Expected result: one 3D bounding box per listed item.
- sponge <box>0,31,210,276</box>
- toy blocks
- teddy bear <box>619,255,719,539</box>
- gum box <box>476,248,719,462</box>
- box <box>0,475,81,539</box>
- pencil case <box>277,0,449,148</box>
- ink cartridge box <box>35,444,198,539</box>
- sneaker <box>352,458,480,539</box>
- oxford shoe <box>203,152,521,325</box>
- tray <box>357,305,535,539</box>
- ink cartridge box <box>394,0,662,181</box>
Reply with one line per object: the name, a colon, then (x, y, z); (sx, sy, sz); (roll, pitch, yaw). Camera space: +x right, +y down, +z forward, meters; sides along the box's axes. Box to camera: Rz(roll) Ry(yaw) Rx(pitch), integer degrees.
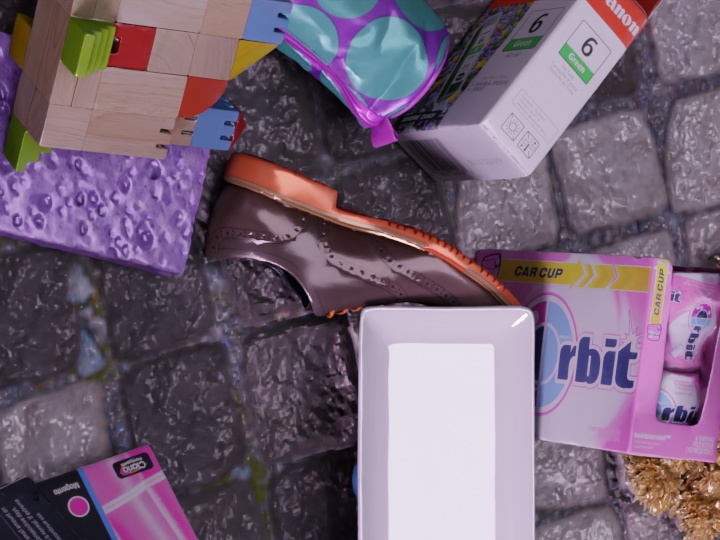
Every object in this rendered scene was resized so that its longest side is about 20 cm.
sponge: (-0.182, -0.071, 1.451); (0.200, 0.030, 0.112); (14, 83, -28)
toy blocks: (-0.104, -0.140, 1.401); (0.137, 0.100, 0.200); (5, 113, -29)
teddy bear: (0.241, 0.081, 1.668); (0.200, 0.067, 0.145); (-48, 114, -20)
gum box: (0.142, 0.049, 1.535); (0.066, 0.200, 0.114); (7, 88, -29)
box: (-0.226, 0.245, 1.331); (0.196, 0.124, 0.200); (-21, 133, -26)
pencil case: (-0.042, -0.163, 1.496); (0.200, 0.085, 0.093); (33, 59, -25)
ink cartridge box: (-0.120, 0.201, 1.431); (0.095, 0.037, 0.200); (-18, 71, -32)
sneaker: (0.052, 0.198, 1.563); (0.078, 0.066, 0.200); (-47, 112, -21)
oxford shoe: (0.000, 0.000, 1.528); (0.200, 0.071, 0.073); (24, 85, -11)
tray: (0.050, 0.121, 1.515); (0.107, 0.022, 0.200); (0, 90, -8)
ink cartridge box: (0.115, -0.143, 1.570); (0.050, 0.109, 0.200); (45, 70, -22)
